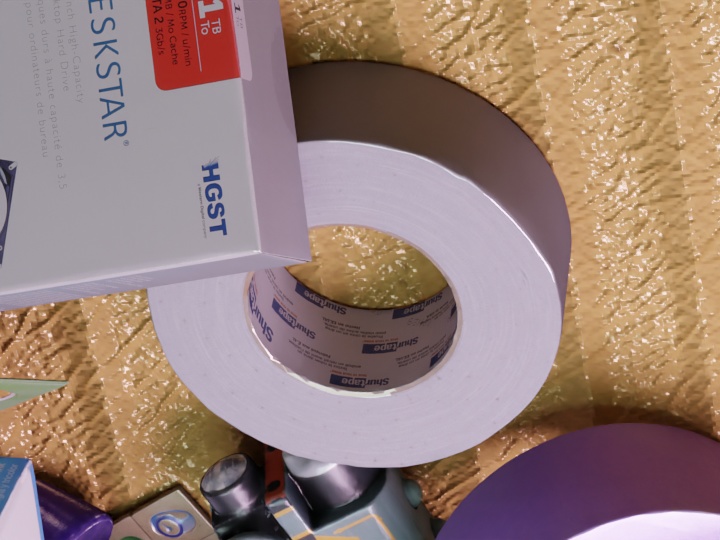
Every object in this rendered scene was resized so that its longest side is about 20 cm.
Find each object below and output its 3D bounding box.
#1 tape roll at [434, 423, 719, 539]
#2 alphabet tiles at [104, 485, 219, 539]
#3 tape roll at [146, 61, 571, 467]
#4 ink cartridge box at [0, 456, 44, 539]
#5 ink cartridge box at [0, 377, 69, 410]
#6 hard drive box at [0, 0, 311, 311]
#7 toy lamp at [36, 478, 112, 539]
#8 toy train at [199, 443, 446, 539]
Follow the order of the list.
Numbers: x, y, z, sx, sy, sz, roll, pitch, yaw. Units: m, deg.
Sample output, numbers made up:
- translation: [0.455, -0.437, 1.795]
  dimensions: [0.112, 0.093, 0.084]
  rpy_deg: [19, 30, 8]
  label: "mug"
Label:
- translation: [0.133, 0.183, 1.497]
  dimensions: [0.200, 0.085, 0.200]
  rpy_deg: [-5, 120, -9]
  label: "tape roll"
- translation: [-0.103, 0.223, 1.639]
  dimensions: [0.167, 0.008, 0.200]
  rpy_deg: [-30, 115, 22]
  label: "alphabet tiles"
- translation: [0.000, 0.000, 1.425]
  dimensions: [0.200, 0.066, 0.201]
  rpy_deg: [4, 130, 5]
  label: "tape roll"
- translation: [-0.261, 0.181, 1.408]
  dimensions: [0.200, 0.146, 0.147]
  rpy_deg: [3, 123, 11]
  label: "ink cartridge box"
- translation: [-0.259, 0.060, 1.486]
  dimensions: [0.200, 0.059, 0.104]
  rpy_deg: [-21, 165, 25]
  label: "ink cartridge box"
- translation: [-0.135, -0.066, 1.335]
  dimensions: [0.200, 0.077, 0.156]
  rpy_deg: [-10, 84, 15]
  label: "hard drive box"
- translation: [-0.110, 0.183, 1.548]
  dimensions: [0.200, 0.058, 0.058]
  rpy_deg: [40, 130, 15]
  label: "toy lamp"
- translation: [0.001, 0.160, 1.548]
  dimensions: [0.114, 0.085, 0.200]
  rpy_deg: [-27, 119, 13]
  label: "toy train"
